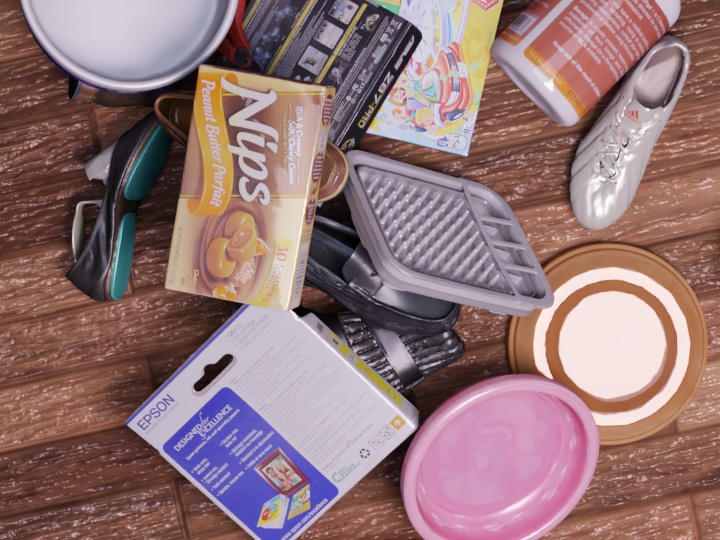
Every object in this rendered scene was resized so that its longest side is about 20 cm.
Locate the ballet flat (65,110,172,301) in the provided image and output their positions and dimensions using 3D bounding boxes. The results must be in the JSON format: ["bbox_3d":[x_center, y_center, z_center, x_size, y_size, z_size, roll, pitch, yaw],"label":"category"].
[{"bbox_3d":[-0.239,-0.070,1.560,0.068,0.068,0.201,19,92,13],"label":"ballet flat"}]

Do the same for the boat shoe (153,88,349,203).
[{"bbox_3d":[-0.105,-0.115,1.480,0.199,0.068,0.072,24,91,23],"label":"boat shoe"}]

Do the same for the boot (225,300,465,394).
[{"bbox_3d":[-0.016,0.044,1.554,0.158,0.079,0.211,-41,102,8],"label":"boot"}]

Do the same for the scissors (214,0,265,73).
[{"bbox_3d":[-0.115,-0.196,1.520,0.073,0.014,0.201,-36,56,18],"label":"scissors"}]

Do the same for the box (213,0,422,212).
[{"bbox_3d":[-0.059,-0.179,1.534,0.161,0.049,0.201,31,92,20],"label":"box"}]

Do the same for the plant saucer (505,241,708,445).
[{"bbox_3d":[0.243,0.073,1.578,0.199,0.037,0.201,0,92,0],"label":"plant saucer"}]

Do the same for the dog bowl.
[{"bbox_3d":[-0.213,-0.263,1.479,0.199,0.079,0.201,0,92,-11],"label":"dog bowl"}]

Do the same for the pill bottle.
[{"bbox_3d":[0.228,-0.242,1.527,0.200,0.112,0.112,-45,92,2],"label":"pill bottle"}]

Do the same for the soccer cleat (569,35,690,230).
[{"bbox_3d":[0.257,-0.134,1.548,0.069,0.078,0.201,25,92,-1],"label":"soccer cleat"}]

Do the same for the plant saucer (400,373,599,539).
[{"bbox_3d":[0.128,0.179,1.541,0.200,0.051,0.201,-9,120,-15],"label":"plant saucer"}]

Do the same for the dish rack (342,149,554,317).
[{"bbox_3d":[0.073,-0.027,1.497,0.199,0.172,0.044,14,128,-34],"label":"dish rack"}]

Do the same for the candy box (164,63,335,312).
[{"bbox_3d":[-0.097,-0.073,1.421,0.115,0.055,0.201,11,95,8],"label":"candy box"}]

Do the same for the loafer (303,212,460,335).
[{"bbox_3d":[0.000,0.000,1.495,0.200,0.071,0.068,25,60,8],"label":"loafer"}]

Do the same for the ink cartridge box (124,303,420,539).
[{"bbox_3d":[-0.082,0.138,1.518,0.200,0.047,0.198,44,106,-9],"label":"ink cartridge box"}]

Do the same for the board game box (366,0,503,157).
[{"bbox_3d":[0.061,-0.223,1.567,0.134,0.034,0.201,13,92,0],"label":"board game box"}]

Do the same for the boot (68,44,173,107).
[{"bbox_3d":[-0.216,-0.252,1.562,0.097,0.075,0.201,13,88,-22],"label":"boot"}]
